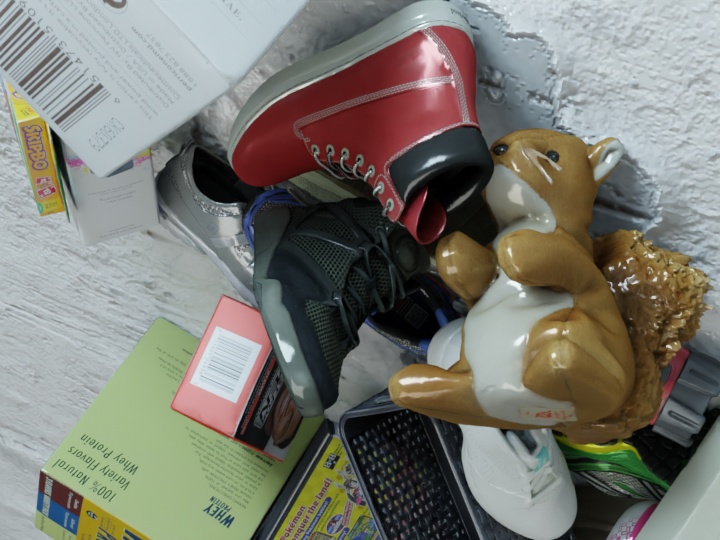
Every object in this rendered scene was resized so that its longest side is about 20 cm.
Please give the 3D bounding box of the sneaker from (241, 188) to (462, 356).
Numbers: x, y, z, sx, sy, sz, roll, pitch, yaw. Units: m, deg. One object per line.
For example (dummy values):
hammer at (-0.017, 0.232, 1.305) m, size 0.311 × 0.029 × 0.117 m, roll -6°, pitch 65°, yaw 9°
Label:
sneaker at (0.000, 0.000, 0.954) m, size 0.199 × 0.076 × 0.078 m, roll 30°, pitch -178°, yaw -9°

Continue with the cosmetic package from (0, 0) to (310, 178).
cosmetic package at (-0.118, -0.196, 0.739) m, size 0.165 × 0.201 × 0.165 m, roll 46°, pitch 143°, yaw -17°

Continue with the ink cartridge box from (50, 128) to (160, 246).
ink cartridge box at (-0.205, -0.131, 0.942) m, size 0.201 × 0.067 × 0.118 m, roll 93°, pitch 155°, yaw -49°

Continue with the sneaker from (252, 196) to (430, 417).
sneaker at (-0.010, 0.011, 0.808) m, size 0.113 × 0.200 × 0.077 m, roll -14°, pitch 119°, yaw 5°

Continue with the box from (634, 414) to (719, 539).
box at (0.256, 0.174, 0.867) m, size 0.082 × 0.200 × 0.068 m, roll 38°, pitch 174°, yaw -3°

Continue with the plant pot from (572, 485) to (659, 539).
plant pot at (0.215, 0.318, 1.086) m, size 0.199 × 0.174 × 0.201 m, roll 21°, pitch 143°, yaw 17°

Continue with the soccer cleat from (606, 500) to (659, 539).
soccer cleat at (0.172, 0.262, 0.960) m, size 0.086 × 0.202 × 0.070 m, roll 22°, pitch -172°, yaw 39°

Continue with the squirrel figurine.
squirrel figurine at (0.134, 0.008, 0.822) m, size 0.199 × 0.188 × 0.141 m, roll 22°, pitch 152°, yaw -34°

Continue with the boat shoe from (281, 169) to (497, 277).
boat shoe at (0.024, -0.045, 0.917) m, size 0.200 × 0.072 × 0.066 m, roll 32°, pitch 149°, yaw 12°

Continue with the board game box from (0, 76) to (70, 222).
board game box at (-0.258, -0.132, 0.958) m, size 0.096 × 0.030 × 0.201 m, roll 91°, pitch 156°, yaw -48°

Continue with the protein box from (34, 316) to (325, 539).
protein box at (-0.176, 0.196, 1.220) m, size 0.198 × 0.201 × 0.135 m, roll 30°, pitch 143°, yaw 4°

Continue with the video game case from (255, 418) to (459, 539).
video game case at (0.004, 0.247, 1.159) m, size 0.180 × 0.026 × 0.201 m, roll 22°, pitch 113°, yaw -18°

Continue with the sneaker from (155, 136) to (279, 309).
sneaker at (-0.080, -0.028, 1.003) m, size 0.199 × 0.075 × 0.082 m, roll 32°, pitch 139°, yaw -2°

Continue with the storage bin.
storage bin at (0.082, 0.186, 1.039) m, size 0.135 × 0.093 × 0.201 m, roll -18°, pitch 96°, yaw 53°

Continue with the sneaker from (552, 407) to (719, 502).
sneaker at (0.230, 0.144, 0.974) m, size 0.199 × 0.078 × 0.085 m, roll 21°, pitch 150°, yaw 31°

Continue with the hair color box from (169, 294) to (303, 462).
hair color box at (-0.089, 0.096, 1.062) m, size 0.061 × 0.102 × 0.200 m, roll 22°, pitch 171°, yaw 12°

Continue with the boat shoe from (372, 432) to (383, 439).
boat shoe at (0.031, 0.245, 1.229) m, size 0.084 × 0.069 × 0.200 m, roll -14°, pitch 123°, yaw 45°

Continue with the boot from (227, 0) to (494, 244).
boot at (-0.006, -0.067, 0.807) m, size 0.199 × 0.145 × 0.072 m, roll -26°, pitch 148°, yaw 32°

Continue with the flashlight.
flashlight at (0.166, 0.054, 0.924) m, size 0.199 × 0.068 × 0.068 m, roll 27°, pitch 124°, yaw 15°

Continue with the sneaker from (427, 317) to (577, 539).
sneaker at (0.116, 0.131, 0.914) m, size 0.201 × 0.075 × 0.088 m, roll 60°, pitch 165°, yaw -25°
